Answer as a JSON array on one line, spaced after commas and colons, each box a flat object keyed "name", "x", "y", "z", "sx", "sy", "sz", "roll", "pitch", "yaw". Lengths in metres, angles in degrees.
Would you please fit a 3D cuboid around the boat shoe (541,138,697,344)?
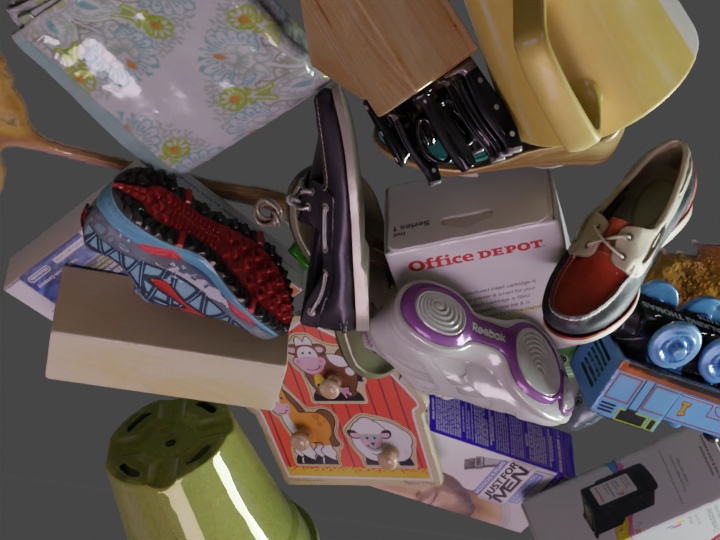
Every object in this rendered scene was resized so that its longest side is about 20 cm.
[{"name": "boat shoe", "x": 0.206, "y": -0.024, "z": 1.153, "sx": 0.071, "sy": 0.200, "sz": 0.063, "roll": 28, "pitch": 148, "yaw": 26}]

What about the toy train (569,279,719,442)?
[{"name": "toy train", "x": 0.280, "y": 0.085, "z": 1.237, "sx": 0.199, "sy": 0.087, "sz": 0.115, "roll": 18, "pitch": 120, "yaw": -22}]

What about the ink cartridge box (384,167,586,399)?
[{"name": "ink cartridge box", "x": 0.113, "y": 0.009, "z": 1.252, "sx": 0.143, "sy": 0.084, "sz": 0.201, "roll": -11, "pitch": 135, "yaw": 12}]

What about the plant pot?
[{"name": "plant pot", "x": -0.160, "y": 0.229, "z": 1.431, "sx": 0.198, "sy": 0.201, "sz": 0.185, "roll": -11, "pitch": 123, "yaw": 12}]

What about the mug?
[{"name": "mug", "x": 0.144, "y": -0.185, "z": 0.995, "sx": 0.149, "sy": 0.187, "sz": 0.154, "roll": -35, "pitch": 122, "yaw": -3}]

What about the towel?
[{"name": "towel", "x": -0.143, "y": -0.169, "z": 1.099, "sx": 0.170, "sy": 0.048, "sz": 0.200, "roll": -26, "pitch": 130, "yaw": 26}]

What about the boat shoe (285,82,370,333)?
[{"name": "boat shoe", "x": -0.028, "y": -0.045, "z": 1.141, "sx": 0.062, "sy": 0.073, "sz": 0.202, "roll": -4, "pitch": 109, "yaw": 4}]

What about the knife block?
[{"name": "knife block", "x": 0.036, "y": -0.160, "z": 1.018, "sx": 0.064, "sy": 0.175, "sz": 0.201, "roll": -36, "pitch": 141, "yaw": -24}]

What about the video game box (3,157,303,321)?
[{"name": "video game box", "x": -0.181, "y": 0.004, "z": 1.281, "sx": 0.199, "sy": 0.047, "sz": 0.182, "roll": -33, "pitch": 129, "yaw": 30}]

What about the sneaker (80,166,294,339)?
[{"name": "sneaker", "x": -0.142, "y": -0.006, "z": 1.199, "sx": 0.200, "sy": 0.080, "sz": 0.095, "roll": 39, "pitch": 134, "yaw": -24}]

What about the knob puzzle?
[{"name": "knob puzzle", "x": -0.029, "y": 0.128, "z": 1.370, "sx": 0.218, "sy": 0.031, "sz": 0.221, "roll": 14, "pitch": 128, "yaw": 18}]

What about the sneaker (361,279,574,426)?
[{"name": "sneaker", "x": 0.091, "y": 0.074, "z": 1.221, "sx": 0.199, "sy": 0.075, "sz": 0.099, "roll": 30, "pitch": 144, "yaw": -21}]

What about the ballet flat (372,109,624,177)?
[{"name": "ballet flat", "x": 0.110, "y": -0.099, "z": 1.157, "sx": 0.198, "sy": 0.069, "sz": 0.063, "roll": -3, "pitch": 150, "yaw": 5}]

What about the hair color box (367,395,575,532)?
[{"name": "hair color box", "x": 0.102, "y": 0.186, "z": 1.453, "sx": 0.199, "sy": 0.065, "sz": 0.110, "roll": 21, "pitch": 133, "yaw": -17}]

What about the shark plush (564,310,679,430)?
[{"name": "shark plush", "x": 0.275, "y": 0.084, "z": 1.327, "sx": 0.198, "sy": 0.084, "sz": 0.091, "roll": -15, "pitch": 133, "yaw": 15}]

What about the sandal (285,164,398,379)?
[{"name": "sandal", "x": 0.001, "y": 0.000, "z": 1.221, "sx": 0.079, "sy": 0.057, "sz": 0.202, "roll": -27, "pitch": 111, "yaw": -15}]

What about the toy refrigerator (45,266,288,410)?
[{"name": "toy refrigerator", "x": -0.165, "y": 0.061, "z": 1.253, "sx": 0.198, "sy": 0.076, "sz": 0.070, "roll": 9, "pitch": 136, "yaw": -11}]

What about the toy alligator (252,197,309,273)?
[{"name": "toy alligator", "x": -0.028, "y": -0.002, "z": 1.272, "sx": 0.200, "sy": 0.060, "sz": 0.054, "roll": 40, "pitch": 169, "yaw": -26}]

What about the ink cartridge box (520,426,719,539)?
[{"name": "ink cartridge box", "x": 0.277, "y": 0.247, "z": 1.448, "sx": 0.199, "sy": 0.083, "sz": 0.146, "roll": -26, "pitch": 147, "yaw": 8}]
